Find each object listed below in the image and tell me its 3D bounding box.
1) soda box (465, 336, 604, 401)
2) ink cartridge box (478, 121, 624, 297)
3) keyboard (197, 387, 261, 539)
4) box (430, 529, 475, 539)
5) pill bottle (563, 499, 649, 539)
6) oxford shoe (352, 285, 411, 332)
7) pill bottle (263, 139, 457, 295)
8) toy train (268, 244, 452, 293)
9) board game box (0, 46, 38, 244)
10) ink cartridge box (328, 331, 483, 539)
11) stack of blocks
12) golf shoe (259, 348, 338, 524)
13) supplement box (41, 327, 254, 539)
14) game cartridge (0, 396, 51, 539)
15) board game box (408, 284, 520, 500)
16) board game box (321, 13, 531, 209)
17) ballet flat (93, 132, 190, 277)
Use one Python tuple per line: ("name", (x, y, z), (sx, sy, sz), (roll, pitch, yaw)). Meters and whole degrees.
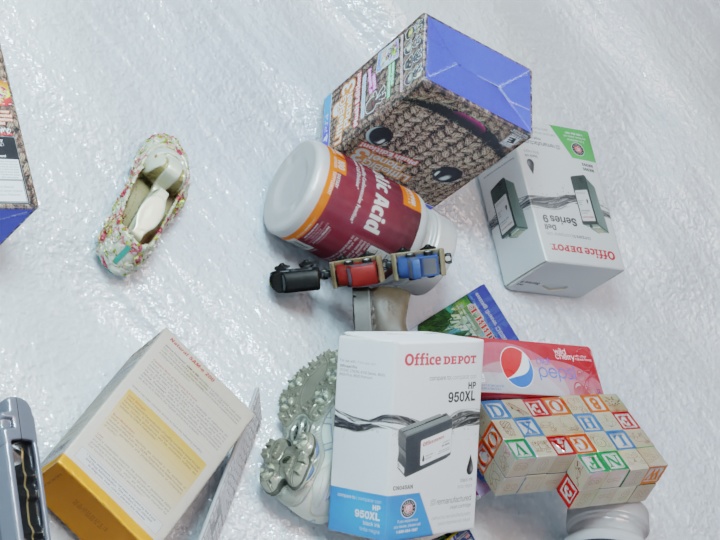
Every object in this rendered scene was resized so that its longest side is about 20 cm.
("soda box", (0.181, 0.122, 1.859), (0.199, 0.063, 0.070), (5, 62, -38))
("ink cartridge box", (0.236, -0.077, 2.070), (0.145, 0.084, 0.201), (5, 63, -38))
("keyboard", (-0.128, 0.207, 1.615), (0.011, 0.056, 0.201), (14, 50, 6))
("box", (0.046, 0.338, 1.671), (0.200, 0.070, 0.065), (-28, 87, -46))
("pill bottle", (0.271, 0.356, 1.821), (0.115, 0.116, 0.201), (28, 50, -25))
("oxford shoe", (0.039, 0.114, 1.764), (0.084, 0.073, 0.201), (-4, 85, -3))
("pill bottle", (0.002, -0.054, 1.835), (0.199, 0.114, 0.115), (26, 51, -27))
("toy train", (0.000, 0.000, 1.771), (0.046, 0.199, 0.034), (-92, 174, -78))
("board game box", (-0.411, -0.128, 1.538), (0.159, 0.097, 0.201), (0, 66, -40))
("ink cartridge box", (0.048, 0.165, 1.677), (0.144, 0.084, 0.201), (1, 92, -48))
("stack of blocks", (0.224, 0.199, 1.812), (0.199, 0.059, 0.115), (0, 41, -33))
("golf shoe", (-0.040, 0.172, 1.712), (0.097, 0.078, 0.201), (53, 43, -32))
("supplement box", (-0.205, 0.168, 1.555), (0.126, 0.073, 0.200), (46, 45, -9))
("game cartridge", (-0.310, 0.223, 1.390), (0.040, 0.133, 0.201), (10, 60, -44))
("board game box", (0.127, 0.139, 1.879), (0.199, 0.041, 0.201), (-30, 86, -46))
("board game box", (0.075, -0.176, 1.896), (0.159, 0.200, 0.097), (23, 52, -28))
("ballet flat", (-0.212, -0.076, 1.702), (0.075, 0.064, 0.201), (34, 47, -20))
